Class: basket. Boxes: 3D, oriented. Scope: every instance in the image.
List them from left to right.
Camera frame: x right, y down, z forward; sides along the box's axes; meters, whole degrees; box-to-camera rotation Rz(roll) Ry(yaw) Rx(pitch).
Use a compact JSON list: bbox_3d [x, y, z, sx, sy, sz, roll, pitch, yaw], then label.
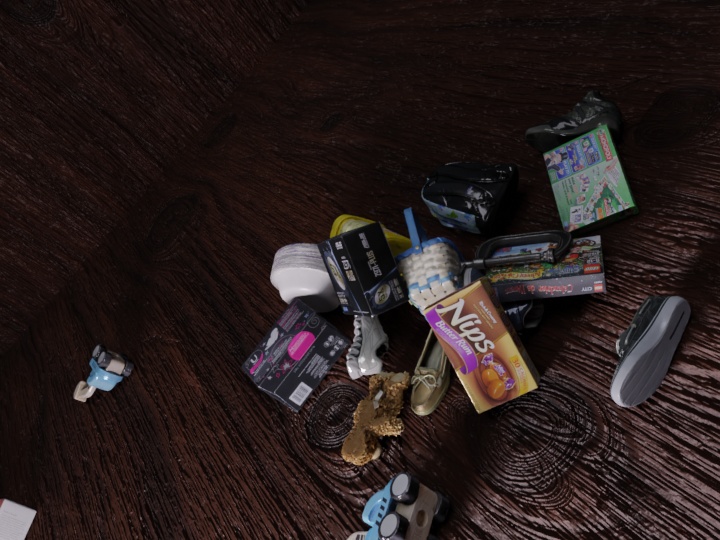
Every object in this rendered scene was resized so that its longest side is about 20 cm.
[{"bbox_3d":[0.139,-0.010,1.294,0.138,0.177,0.201,-20,48,18],"label":"basket"}]

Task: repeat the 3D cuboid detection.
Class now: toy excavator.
[{"bbox_3d":[-0.825,0.339,2.010,0.194,0.100,0.201,20,80,53],"label":"toy excavator"},{"bbox_3d":[0.031,0.439,1.061,0.199,0.100,0.195,-21,39,50],"label":"toy excavator"}]

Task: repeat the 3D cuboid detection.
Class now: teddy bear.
[{"bbox_3d":[0.036,0.279,1.218,0.144,0.067,0.201,-20,40,38],"label":"teddy bear"}]

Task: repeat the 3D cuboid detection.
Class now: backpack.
[{"bbox_3d":[0.228,-0.161,1.391,0.199,0.154,0.164,19,71,29],"label":"backpack"}]

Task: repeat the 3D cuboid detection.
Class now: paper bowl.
[{"bbox_3d":[-0.111,0.028,1.489,0.200,0.200,0.105,-12,58,38],"label":"paper bowl"}]

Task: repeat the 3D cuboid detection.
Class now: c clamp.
[{"bbox_3d":[0.277,-0.028,1.145,0.199,0.027,0.171,-9,21,21],"label":"c clamp"}]

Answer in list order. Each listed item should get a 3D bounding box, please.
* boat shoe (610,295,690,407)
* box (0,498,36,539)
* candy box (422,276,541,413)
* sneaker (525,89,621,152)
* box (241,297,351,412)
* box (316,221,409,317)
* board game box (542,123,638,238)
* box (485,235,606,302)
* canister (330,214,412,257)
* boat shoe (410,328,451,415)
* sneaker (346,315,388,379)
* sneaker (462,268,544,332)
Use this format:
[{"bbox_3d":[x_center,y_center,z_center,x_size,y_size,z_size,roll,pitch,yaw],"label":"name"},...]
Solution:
[{"bbox_3d":[0.429,0.121,0.976,0.200,0.072,0.071,-48,26,-19],"label":"boat shoe"},{"bbox_3d":[-1.046,0.769,1.817,0.152,0.106,0.201,-18,45,34],"label":"box"},{"bbox_3d":[0.207,0.126,1.091,0.116,0.201,0.056,-29,-2,22],"label":"candy box"},{"bbox_3d":[0.451,-0.312,1.349,0.198,0.076,0.115,-4,52,40],"label":"sneaker"},{"bbox_3d":[-0.142,0.186,1.428,0.200,0.132,0.115,-52,34,-5],"label":"box"},{"bbox_3d":[0.000,0.000,1.286,0.086,0.165,0.200,-23,6,-17],"label":"box"},{"bbox_3d":[0.438,-0.172,1.232,0.134,0.029,0.201,-23,54,29],"label":"board game box"},{"bbox_3d":[0.325,-0.003,1.131,0.199,0.038,0.137,-7,27,21],"label":"box"},{"bbox_3d":[0.040,-0.056,1.457,0.200,0.148,0.087,30,105,54],"label":"canister"},{"bbox_3d":[0.138,0.174,1.214,0.073,0.063,0.202,4,59,47],"label":"boat shoe"},{"bbox_3d":[0.025,0.141,1.366,0.080,0.075,0.201,-6,48,17],"label":"sneaker"},{"bbox_3d":[0.266,0.049,1.198,0.145,0.077,0.203,-15,33,20],"label":"sneaker"}]
